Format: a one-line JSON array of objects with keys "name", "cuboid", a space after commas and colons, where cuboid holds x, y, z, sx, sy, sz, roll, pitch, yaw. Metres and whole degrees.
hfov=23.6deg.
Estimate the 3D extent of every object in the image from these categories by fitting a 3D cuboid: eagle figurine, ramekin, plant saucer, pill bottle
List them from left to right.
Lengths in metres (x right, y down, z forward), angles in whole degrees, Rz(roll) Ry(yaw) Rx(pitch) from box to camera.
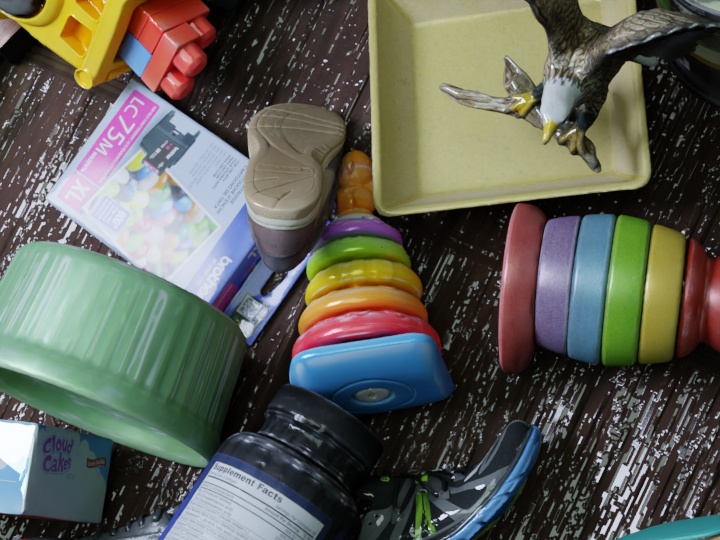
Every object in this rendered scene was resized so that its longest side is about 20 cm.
[{"name": "ramekin", "cuboid": [-0.179, 0.058, 1.233, 0.200, 0.200, 0.098, 18, 75, 16]}, {"name": "pill bottle", "cuboid": [-0.071, 0.182, 1.169, 0.112, 0.112, 0.200, 28, 71, 17]}, {"name": "plant saucer", "cuboid": [0.109, -0.134, 1.270, 0.200, 0.048, 0.200, -6, 69, 13]}, {"name": "eagle figurine", "cuboid": [0.145, -0.149, 1.125, 0.151, 0.200, 0.151, -6, 58, -11]}]

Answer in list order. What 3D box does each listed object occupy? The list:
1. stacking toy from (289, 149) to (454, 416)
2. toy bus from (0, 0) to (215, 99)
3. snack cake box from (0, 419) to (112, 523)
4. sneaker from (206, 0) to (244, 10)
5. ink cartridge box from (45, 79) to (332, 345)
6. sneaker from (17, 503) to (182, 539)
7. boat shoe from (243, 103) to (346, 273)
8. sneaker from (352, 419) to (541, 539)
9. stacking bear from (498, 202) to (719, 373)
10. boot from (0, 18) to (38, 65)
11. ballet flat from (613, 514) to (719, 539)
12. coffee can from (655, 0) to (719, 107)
[{"name": "stacking toy", "cuboid": [0.000, 0.000, 1.258, 0.110, 0.116, 0.200, -9, 65, 8]}, {"name": "toy bus", "cuboid": [-0.172, -0.231, 1.288, 0.192, 0.136, 0.200, 45, 135, 13]}, {"name": "snack cake box", "cuboid": [-0.300, 0.143, 1.269, 0.200, 0.115, 0.067, 3, 78, 21]}, {"name": "sneaker", "cuboid": [-0.036, -0.262, 1.342, 0.200, 0.076, 0.088, -19, 91, 11]}, {"name": "ink cartridge box", "cuboid": [-0.131, -0.046, 1.323, 0.200, 0.042, 0.119, 35, 88, 16]}, {"name": "sneaker", "cuboid": [-0.164, 0.213, 1.257, 0.200, 0.071, 0.098, 10, 81, 13]}, {"name": "boat shoe", "cuboid": [-0.051, -0.064, 1.248, 0.072, 0.200, 0.065, 8, 117, -1]}, {"name": "sneaker", "cuboid": [0.043, 0.168, 1.217, 0.200, 0.071, 0.083, -37, 78, 6]}, {"name": "stacking bear", "cuboid": [0.202, 0.017, 1.198, 0.200, 0.114, 0.122, 6, 79, 10]}, {"name": "boot", "cuboid": [-0.380, -0.213, 1.404, 0.186, 0.064, 0.200, -42, 75, -12]}, {"name": "ballet flat", "cuboid": [0.262, 0.188, 1.166, 0.200, 0.069, 0.063, -19, 88, 10]}, {"name": "coffee can", "cuboid": [0.271, -0.207, 1.178, 0.146, 0.200, 0.147, -3, 77, 12]}]
